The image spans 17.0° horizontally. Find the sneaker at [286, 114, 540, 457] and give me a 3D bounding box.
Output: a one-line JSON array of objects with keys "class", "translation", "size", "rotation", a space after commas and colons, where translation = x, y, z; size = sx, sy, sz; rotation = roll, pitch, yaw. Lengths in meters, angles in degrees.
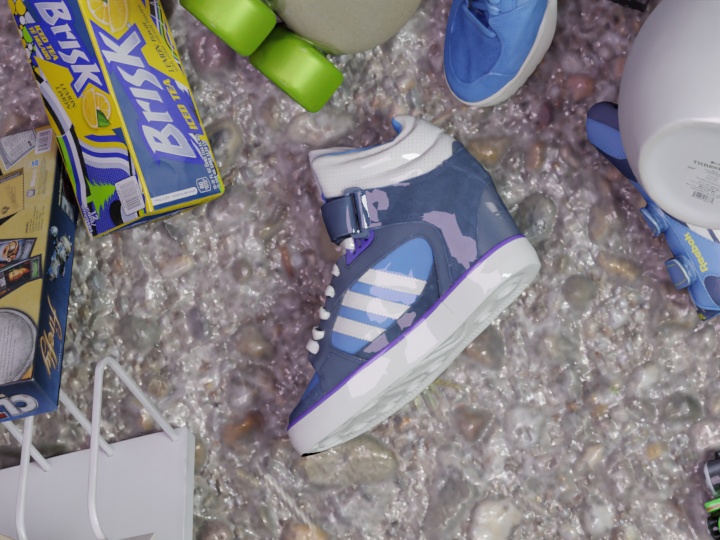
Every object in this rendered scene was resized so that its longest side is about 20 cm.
[{"class": "sneaker", "translation": [0.000, 0.000, 1.459], "size": [0.200, 0.081, 0.147], "rotation": [-43, 74, 18]}]

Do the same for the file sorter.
[{"class": "file sorter", "translation": [-0.218, 0.151, 1.476], "size": [0.199, 0.125, 0.139], "rotation": [-15, 51, 17]}]

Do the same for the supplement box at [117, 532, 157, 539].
[{"class": "supplement box", "translation": [-0.150, 0.262, 1.375], "size": [0.125, 0.074, 0.201], "rotation": [-12, 110, 12]}]

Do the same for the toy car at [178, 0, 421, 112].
[{"class": "toy car", "translation": [-0.060, -0.225, 1.444], "size": [0.164, 0.158, 0.200], "rotation": [-50, 54, 2]}]

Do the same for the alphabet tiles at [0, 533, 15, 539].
[{"class": "alphabet tiles", "translation": [-0.228, 0.222, 1.449], "size": [0.167, 0.008, 0.200], "rotation": [27, 133, -27]}]

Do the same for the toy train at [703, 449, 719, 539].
[{"class": "toy train", "translation": [0.289, 0.105, 1.397], "size": [0.199, 0.042, 0.057], "rotation": [-22, 78, 17]}]

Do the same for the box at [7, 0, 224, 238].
[{"class": "box", "translation": [-0.157, -0.127, 1.485], "size": [0.064, 0.070, 0.201], "rotation": [-20, 89, 43]}]

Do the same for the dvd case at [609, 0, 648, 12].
[{"class": "dvd case", "translation": [0.130, -0.231, 1.328], "size": [0.022, 0.200, 0.147], "rotation": [24, 98, 32]}]

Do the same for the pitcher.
[{"class": "pitcher", "translation": [0.235, -0.113, 1.323], "size": [0.171, 0.200, 0.122], "rotation": [15, 138, 7]}]

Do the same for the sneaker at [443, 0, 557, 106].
[{"class": "sneaker", "translation": [0.071, -0.185, 1.381], "size": [0.077, 0.111, 0.201], "rotation": [43, 122, 31]}]

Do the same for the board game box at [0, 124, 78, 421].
[{"class": "board game box", "translation": [-0.245, 0.009, 1.480], "size": [0.135, 0.035, 0.201], "rotation": [-13, 50, 17]}]

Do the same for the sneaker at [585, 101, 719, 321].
[{"class": "sneaker", "translation": [0.201, -0.021, 1.396], "size": [0.200, 0.074, 0.082], "rotation": [41, 106, 11]}]
